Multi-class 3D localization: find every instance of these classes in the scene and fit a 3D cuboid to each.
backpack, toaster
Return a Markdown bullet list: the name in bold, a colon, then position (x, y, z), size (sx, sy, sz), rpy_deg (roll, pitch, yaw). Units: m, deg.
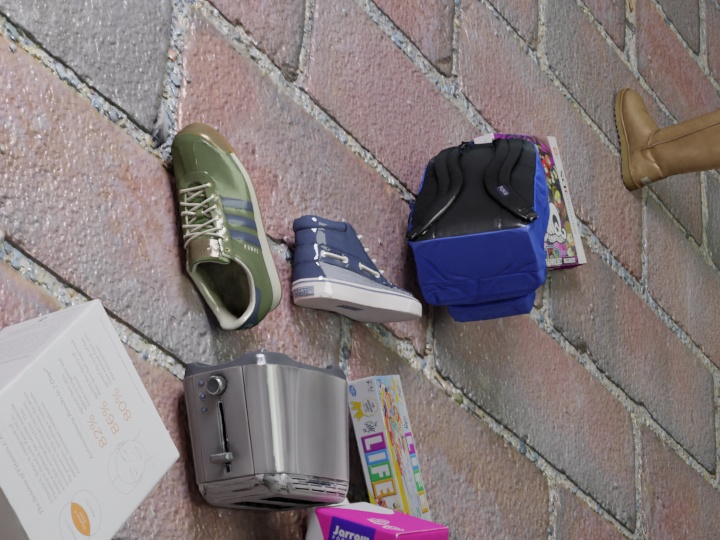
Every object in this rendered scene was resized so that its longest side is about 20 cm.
- **backpack**: position (0.141, -0.050, 2.078), size (0.201, 0.161, 0.169), rpy_deg (-81, 163, -49)
- **toaster**: position (-0.080, 0.153, 1.655), size (0.199, 0.113, 0.131), rpy_deg (19, 64, -59)

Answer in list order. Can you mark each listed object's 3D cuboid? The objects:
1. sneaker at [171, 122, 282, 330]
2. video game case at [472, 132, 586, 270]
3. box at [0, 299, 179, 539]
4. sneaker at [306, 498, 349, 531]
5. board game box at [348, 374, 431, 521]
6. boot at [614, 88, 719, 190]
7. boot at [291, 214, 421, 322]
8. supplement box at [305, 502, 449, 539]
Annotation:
- **sneaker**: position (-0.136, -0.035, 1.687), size (0.202, 0.067, 0.090), rpy_deg (69, 25, -15)
- **video game case**: position (0.225, -0.089, 2.348), size (0.199, 0.036, 0.183), rpy_deg (-3, 78, -59)
- **box**: position (-0.254, 0.142, 1.371), size (0.153, 0.106, 0.200), rpy_deg (65, 31, -16)
- **sneaker**: position (0.012, 0.305, 1.756), size (0.075, 0.088, 0.202), rpy_deg (-21, 94, -58)
- **board game box**: position (0.034, 0.211, 1.851), size (0.134, 0.034, 0.202), rpy_deg (11, 66, -78)
- **boot**: position (0.491, -0.217, 2.687), size (0.066, 0.198, 0.177), rpy_deg (23, 57, -53)
- **boot**: position (0.000, 0.000, 1.892), size (0.199, 0.072, 0.091), rpy_deg (17, 68, -55)
- **supplement box**: position (0.002, 0.326, 1.649), size (0.103, 0.100, 0.202), rpy_deg (9, 92, -58)
